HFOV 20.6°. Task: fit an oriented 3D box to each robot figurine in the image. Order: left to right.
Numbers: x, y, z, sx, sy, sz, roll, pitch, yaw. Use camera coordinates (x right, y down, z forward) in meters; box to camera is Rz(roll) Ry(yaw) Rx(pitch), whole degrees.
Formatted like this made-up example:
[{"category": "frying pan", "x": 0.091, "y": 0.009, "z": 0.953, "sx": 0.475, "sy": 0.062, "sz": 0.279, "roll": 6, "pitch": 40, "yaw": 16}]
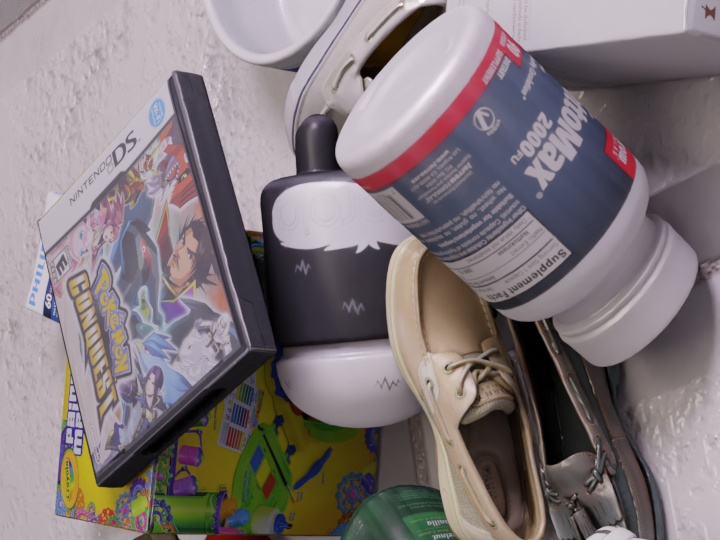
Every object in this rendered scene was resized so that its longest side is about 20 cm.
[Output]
[{"category": "robot figurine", "x": -0.002, "y": 0.000, "z": 1.278, "sx": 0.149, "sy": 0.124, "sz": 0.202, "roll": -6, "pitch": 89, "yaw": 34}]

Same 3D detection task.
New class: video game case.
[{"category": "video game case", "x": -0.134, "y": 0.007, "z": 1.249, "sx": 0.181, "sy": 0.025, "sz": 0.201, "roll": -41, "pitch": 55, "yaw": 39}]

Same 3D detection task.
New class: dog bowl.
[{"category": "dog bowl", "x": -0.030, "y": -0.241, "z": 1.417, "sx": 0.199, "sy": 0.078, "sz": 0.202, "roll": -9, "pitch": 78, "yaw": 51}]

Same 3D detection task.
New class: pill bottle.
[{"category": "pill bottle", "x": 0.094, "y": -0.043, "z": 1.127, "sx": 0.120, "sy": 0.200, "sz": 0.120, "roll": -43, "pitch": 18, "yaw": 18}]

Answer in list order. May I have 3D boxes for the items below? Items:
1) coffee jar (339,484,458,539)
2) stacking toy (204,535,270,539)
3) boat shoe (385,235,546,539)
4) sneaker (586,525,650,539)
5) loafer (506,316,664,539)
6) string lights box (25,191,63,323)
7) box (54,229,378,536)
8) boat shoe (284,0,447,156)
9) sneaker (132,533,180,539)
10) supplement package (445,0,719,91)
[{"category": "coffee jar", "x": 0.062, "y": 0.230, "z": 1.228, "sx": 0.200, "sy": 0.085, "sz": 0.105, "roll": 45, "pitch": 119, "yaw": 44}, {"category": "stacking toy", "x": -0.055, "y": 0.242, "z": 1.391, "sx": 0.200, "sy": 0.085, "sz": 0.086, "roll": 45, "pitch": 120, "yaw": 53}, {"category": "boat shoe", "x": 0.070, "y": 0.073, "z": 1.203, "sx": 0.065, "sy": 0.072, "sz": 0.202, "roll": -9, "pitch": 94, "yaw": 65}, {"category": "sneaker", "x": 0.175, "y": 0.247, "z": 1.099, "sx": 0.115, "sy": 0.076, "sz": 0.202, "roll": 5, "pitch": 105, "yaw": 29}, {"category": "loafer", "x": 0.126, "y": 0.105, "z": 1.183, "sx": 0.072, "sy": 0.062, "sz": 0.202, "roll": -32, "pitch": 61, "yaw": 44}, {"category": "string lights box", "x": -0.193, "y": 0.006, "z": 1.602, "sx": 0.199, "sy": 0.059, "sz": 0.104, "roll": 20, "pitch": 100, "yaw": 51}, {"category": "box", "x": -0.092, "y": 0.076, "z": 1.358, "sx": 0.121, "sy": 0.191, "sz": 0.202, "roll": 0, "pitch": 84, "yaw": 50}, {"category": "boat shoe", "x": 0.008, "y": -0.129, "z": 1.347, "sx": 0.201, "sy": 0.070, "sz": 0.070, "roll": -56, "pitch": 44, "yaw": 39}, {"category": "sneaker", "x": -0.123, "y": 0.273, "z": 1.388, "sx": 0.075, "sy": 0.071, "sz": 0.201, "roll": -31, "pitch": 52, "yaw": -3}, {"category": "supplement package", "x": 0.156, "y": -0.175, "z": 1.142, "sx": 0.199, "sy": 0.117, "sz": 0.118, "roll": 0, "pitch": 84, "yaw": 52}]
